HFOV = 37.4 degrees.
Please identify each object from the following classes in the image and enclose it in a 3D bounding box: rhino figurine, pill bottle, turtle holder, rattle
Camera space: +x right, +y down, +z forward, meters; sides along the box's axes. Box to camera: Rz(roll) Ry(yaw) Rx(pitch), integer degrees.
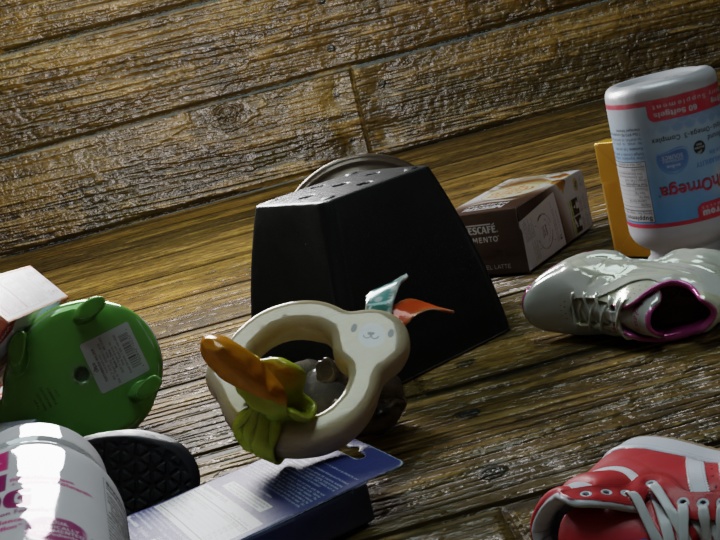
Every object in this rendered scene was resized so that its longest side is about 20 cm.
[{"bbox_3d":[-0.042,0.104,0.898,0.086,0.061,0.198,13,-9,-40],"label":"rhino figurine"},{"bbox_3d":[-0.186,0.168,0.602,0.111,0.115,0.200,-16,18,-12],"label":"pill bottle"},{"bbox_3d":[-0.273,0.117,1.020,0.187,0.140,0.132,-57,5,-10],"label":"turtle holder"},{"bbox_3d":[-0.020,0.034,0.764,0.198,0.144,0.130,-28,40,-14],"label":"rattle"},{"bbox_3d":[0.309,-0.090,1.042,0.107,0.204,0.109,-14,11,3],"label":"pill bottle"}]

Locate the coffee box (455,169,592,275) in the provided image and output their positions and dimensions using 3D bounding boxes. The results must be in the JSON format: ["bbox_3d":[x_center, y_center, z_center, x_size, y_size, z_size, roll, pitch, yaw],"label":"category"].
[{"bbox_3d":[0.200,-0.061,1.344,0.113,0.081,0.199,-6,14,36],"label":"coffee box"}]

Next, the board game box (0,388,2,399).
[{"bbox_3d":[-0.443,0.168,1.140,0.197,0.047,0.151,-19,13,-22],"label":"board game box"}]

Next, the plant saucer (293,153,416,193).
[{"bbox_3d":[0.005,-0.033,1.191,0.196,0.203,0.030,-15,32,-5],"label":"plant saucer"}]

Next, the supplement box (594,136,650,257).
[{"bbox_3d":[0.406,-0.109,1.182,0.198,0.135,0.196,-22,13,-34],"label":"supplement box"}]

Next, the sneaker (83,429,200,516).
[{"bbox_3d":[-0.216,0.160,0.835,0.196,0.073,0.083,-8,3,10],"label":"sneaker"}]

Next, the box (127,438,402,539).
[{"bbox_3d":[-0.075,0.167,0.724,0.197,0.033,0.121,-21,13,-25],"label":"box"}]

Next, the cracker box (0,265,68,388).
[{"bbox_3d":[-0.363,0.072,1.017,0.135,0.057,0.200,-52,3,4],"label":"cracker box"}]

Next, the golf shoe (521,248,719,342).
[{"bbox_3d":[0.228,0.026,0.926,0.197,0.077,0.091,-9,16,30],"label":"golf shoe"}]

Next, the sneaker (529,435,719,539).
[{"bbox_3d":[0.171,0.126,0.516,0.111,0.073,0.199,-18,4,-37],"label":"sneaker"}]

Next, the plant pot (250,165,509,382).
[{"bbox_3d":[0.000,0.000,1.062,0.197,0.181,0.199,-21,12,-33],"label":"plant pot"}]

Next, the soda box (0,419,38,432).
[{"bbox_3d":[-0.372,0.181,0.949,0.197,0.065,0.068,-8,13,25],"label":"soda box"}]
